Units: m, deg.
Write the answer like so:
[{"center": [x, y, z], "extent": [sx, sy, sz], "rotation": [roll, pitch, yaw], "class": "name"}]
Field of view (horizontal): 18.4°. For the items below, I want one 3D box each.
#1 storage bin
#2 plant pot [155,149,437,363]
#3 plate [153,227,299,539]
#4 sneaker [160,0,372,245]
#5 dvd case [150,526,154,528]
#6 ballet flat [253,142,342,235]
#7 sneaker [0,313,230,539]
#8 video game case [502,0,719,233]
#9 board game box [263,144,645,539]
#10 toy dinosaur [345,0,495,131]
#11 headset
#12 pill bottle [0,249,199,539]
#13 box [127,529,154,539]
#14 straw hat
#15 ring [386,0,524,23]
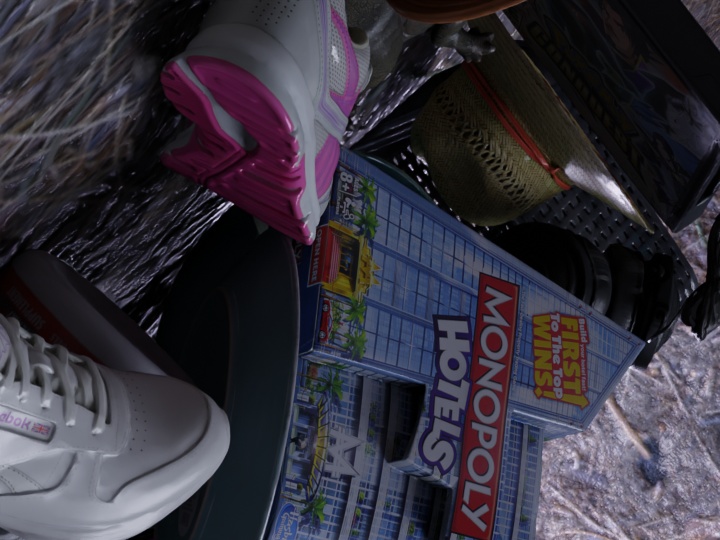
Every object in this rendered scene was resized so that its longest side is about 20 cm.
[{"center": [0.098, -0.027, 1.382], "extent": [0.094, 0.200, 0.135], "rotation": [-43, -167, -30], "class": "storage bin"}, {"center": [-0.038, 0.045, 1.260], "extent": [0.134, 0.201, 0.200], "rotation": [-17, -167, 39], "class": "plant pot"}, {"center": [-0.069, 0.076, 1.050], "extent": [0.200, 0.025, 0.201], "rotation": [-168, -90, -74], "class": "plate"}, {"center": [-0.034, -0.077, 0.977], "extent": [0.088, 0.081, 0.200], "rotation": [-60, 177, -16], "class": "sneaker"}, {"center": [-0.153, 0.128, 1.217], "extent": [0.200, 0.148, 0.016], "rotation": [6, 82, -79], "class": "dvd case"}, {"center": [0.000, 0.000, 1.157], "extent": [0.073, 0.200, 0.073], "rotation": [-37, -162, 14], "class": "ballet flat"}, {"center": [-0.139, 0.056, 0.867], "extent": [0.199, 0.075, 0.100], "rotation": [2, 134, -26], "class": "sneaker"}, {"center": [0.126, -0.126, 1.164], "extent": [0.025, 0.200, 0.181], "rotation": [-34, 169, -9], "class": "video game case"}, {"center": [0.044, 0.065, 1.088], "extent": [0.062, 0.199, 0.201], "rotation": [-21, -122, 54], "class": "board game box"}, {"center": [0.013, -0.129, 1.085], "extent": [0.199, 0.077, 0.102], "rotation": [-29, 152, -8], "class": "toy dinosaur"}, {"center": [0.129, 0.001, 1.209], "extent": [0.200, 0.123, 0.094], "rotation": [18, -85, 57], "class": "headset"}, {"center": [-0.172, 0.099, 0.993], "extent": [0.200, 0.116, 0.116], "rotation": [-48, 171, 0], "class": "pill bottle"}, {"center": [-0.144, 0.203, 1.153], "extent": [0.114, 0.133, 0.200], "rotation": [-5, -179, 42], "class": "box"}, {"center": [0.076, -0.072, 1.233], "extent": [0.085, 0.201, 0.201], "rotation": [-35, 173, 8], "class": "straw hat"}, {"center": [0.088, -0.184, 0.982], "extent": [0.200, 0.019, 0.201], "rotation": [-31, -152, 18], "class": "ring"}]
